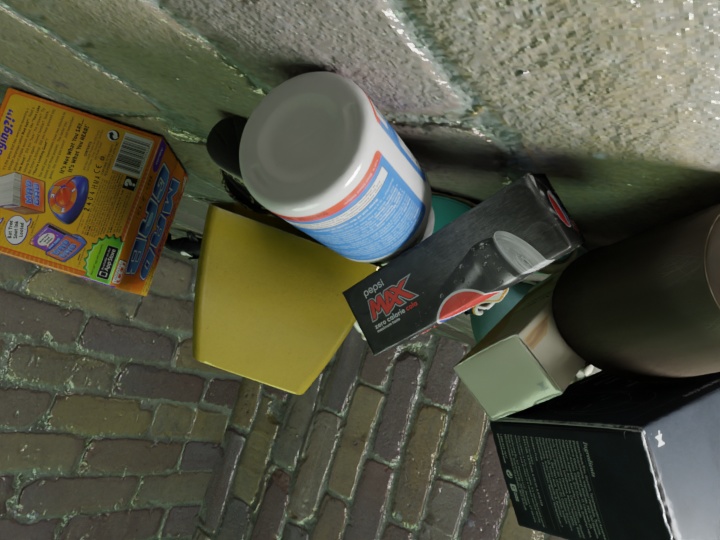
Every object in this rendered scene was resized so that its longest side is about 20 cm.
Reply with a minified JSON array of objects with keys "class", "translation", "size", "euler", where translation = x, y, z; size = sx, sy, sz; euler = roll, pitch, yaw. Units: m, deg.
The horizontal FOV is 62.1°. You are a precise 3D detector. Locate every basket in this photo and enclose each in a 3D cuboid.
[{"class":"basket","translation":[0.275,0.019,0.484],"size":[0.180,0.137,0.200],"euler":[5,168,1]}]

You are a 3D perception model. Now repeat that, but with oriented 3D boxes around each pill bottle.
[{"class":"pill bottle","translation":[-0.004,-0.070,0.510],"size":[0.112,0.113,0.200],"euler":[13,171,27]}]

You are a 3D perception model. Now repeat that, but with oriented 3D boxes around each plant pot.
[{"class":"plant pot","translation":[0.282,0.107,1.071],"size":[0.199,0.135,0.200],"euler":[16,173,2]},{"class":"plant pot","translation":[-0.103,0.034,0.736],"size":[0.199,0.177,0.200],"euler":[20,-174,-6]}]

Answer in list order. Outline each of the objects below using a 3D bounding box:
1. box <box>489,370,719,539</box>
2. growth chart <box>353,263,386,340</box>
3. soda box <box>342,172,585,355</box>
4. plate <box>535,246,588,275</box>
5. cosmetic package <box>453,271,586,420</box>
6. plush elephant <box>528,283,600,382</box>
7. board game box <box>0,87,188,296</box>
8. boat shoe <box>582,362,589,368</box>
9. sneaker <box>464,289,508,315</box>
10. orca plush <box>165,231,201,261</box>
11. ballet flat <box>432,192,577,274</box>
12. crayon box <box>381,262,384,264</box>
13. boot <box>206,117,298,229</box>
[{"class":"box","translation":[0.275,0.175,0.588],"size":[0.199,0.124,0.197],"euler":[-13,174,-27]},{"class":"growth chart","translation":[0.051,0.039,0.871],"size":[0.200,0.018,0.145],"euler":[-21,123,33]},{"class":"soda box","translation":[0.084,-0.001,0.518],"size":[0.200,0.071,0.063],"euler":[-34,168,29]},{"class":"plate","translation":[0.183,-0.026,0.748],"size":[0.199,0.026,0.200],"euler":[16,173,2]},{"class":"cosmetic package","translation":[0.201,0.066,0.646],"size":[0.071,0.200,0.105],"euler":[53,137,4]},{"class":"plush elephant","translation":[0.346,0.115,0.899],"size":[0.199,0.155,0.165],"euler":[19,172,-15]},{"class":"board game box","translation":[-0.382,-0.094,0.829],"size":[0.199,0.201,0.200],"euler":[18,172,-5]},{"class":"boat shoe","translation":[0.309,0.077,0.672],"size":[0.072,0.200,0.072],"euler":[51,-143,6]},{"class":"sneaker","translation":[0.163,0.028,0.913],"size":[0.079,0.079,0.200],"euler":[34,175,-2]},{"class":"orca plush","translation":[-0.484,-0.089,1.714],"size":[0.199,0.071,0.105],"euler":[18,-142,27]},{"class":"ballet flat","translation":[0.129,-0.037,0.646],"size":[0.199,0.070,0.069],"euler":[16,172,11]},{"class":"crayon box","translation":[0.000,0.000,0.961],"size":[0.200,0.058,0.173],"euler":[7,139,52]},{"class":"boot","translation":[-0.077,-0.084,0.675],"size":[0.203,0.074,0.154],"euler":[33,171,-9]}]
